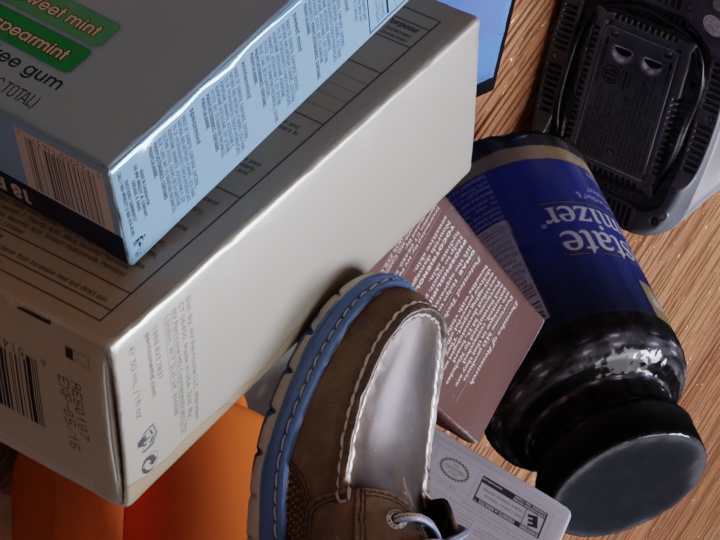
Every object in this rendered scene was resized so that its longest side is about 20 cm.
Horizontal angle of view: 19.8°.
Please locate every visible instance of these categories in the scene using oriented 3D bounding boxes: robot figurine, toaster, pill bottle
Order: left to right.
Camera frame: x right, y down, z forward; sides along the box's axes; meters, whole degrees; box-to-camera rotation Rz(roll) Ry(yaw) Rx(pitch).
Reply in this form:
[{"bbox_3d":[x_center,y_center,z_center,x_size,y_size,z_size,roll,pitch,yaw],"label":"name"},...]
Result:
[{"bbox_3d":[-0.075,0.127,0.781,0.116,0.201,0.144,8,144,-19],"label":"robot figurine"},{"bbox_3d":[0.102,0.033,1.074,0.111,0.201,0.112,-14,143,-11],"label":"pill bottle"},{"bbox_3d":[0.179,-0.110,1.202,0.129,0.113,0.201,-27,135,-53],"label":"toaster"}]

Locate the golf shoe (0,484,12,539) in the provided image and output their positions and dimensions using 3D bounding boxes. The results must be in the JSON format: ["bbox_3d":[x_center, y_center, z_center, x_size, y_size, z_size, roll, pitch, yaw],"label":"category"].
[{"bbox_3d":[-0.128,0.155,0.872,0.200,0.075,0.092,39,42,-44],"label":"golf shoe"}]

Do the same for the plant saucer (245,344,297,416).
[{"bbox_3d":[-0.081,0.023,0.924,0.200,0.050,0.201,-43,148,-35],"label":"plant saucer"}]

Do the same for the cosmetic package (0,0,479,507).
[{"bbox_3d":[-0.055,-0.025,0.683,0.200,0.103,0.073,-42,146,-38],"label":"cosmetic package"}]

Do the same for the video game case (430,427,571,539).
[{"bbox_3d":[0.004,0.147,0.935,0.018,0.143,0.200,-58,-179,46],"label":"video game case"}]

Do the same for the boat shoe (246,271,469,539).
[{"bbox_3d":[0.004,0.103,0.685,0.072,0.072,0.201,8,95,-57],"label":"boat shoe"}]

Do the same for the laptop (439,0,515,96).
[{"bbox_3d":[0.082,-0.140,1.004,0.177,0.199,0.104,-29,102,-51],"label":"laptop"}]

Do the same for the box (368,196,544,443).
[{"bbox_3d":[0.000,0.000,0.881,0.075,0.100,0.200,-58,154,-9],"label":"box"}]

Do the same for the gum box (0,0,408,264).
[{"bbox_3d":[-0.075,-0.112,0.673,0.200,0.169,0.045,-45,149,-30],"label":"gum box"}]
